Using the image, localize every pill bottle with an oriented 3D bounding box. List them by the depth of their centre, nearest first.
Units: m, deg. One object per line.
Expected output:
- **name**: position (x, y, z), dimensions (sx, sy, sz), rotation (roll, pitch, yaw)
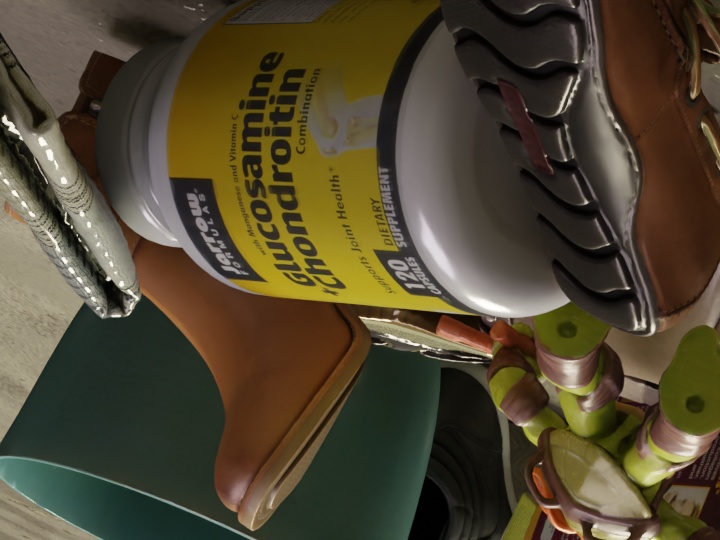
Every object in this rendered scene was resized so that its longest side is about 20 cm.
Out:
- **pill bottle**: position (-0.005, -0.044, 0.958), dimensions (0.200, 0.112, 0.112), rotation (4, 156, 49)

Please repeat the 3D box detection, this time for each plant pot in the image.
- **plant pot**: position (-0.053, 0.059, 1.280), dimensions (0.201, 0.161, 0.201), rotation (21, 165, 6)

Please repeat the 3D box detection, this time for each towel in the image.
- **towel**: position (-0.145, -0.093, 0.974), dimensions (0.193, 0.035, 0.200), rotation (60, 179, 23)

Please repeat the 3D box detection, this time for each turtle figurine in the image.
- **turtle figurine**: position (0.088, 0.061, 0.992), dimensions (0.200, 0.064, 0.161), rotation (46, 160, 24)

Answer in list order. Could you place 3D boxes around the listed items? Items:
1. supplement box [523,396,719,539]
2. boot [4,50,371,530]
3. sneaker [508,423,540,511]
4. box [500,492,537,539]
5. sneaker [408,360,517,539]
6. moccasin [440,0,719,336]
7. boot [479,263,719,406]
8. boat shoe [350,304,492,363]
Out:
- **supplement box**: position (0.161, 0.092, 1.164), dimensions (0.086, 0.110, 0.200), rotation (26, 169, -16)
- **boot**: position (-0.071, 0.004, 1.072), dimensions (0.155, 0.200, 0.074), rotation (25, 132, -5)
- **sneaker**: position (0.054, 0.120, 1.497), dimensions (0.200, 0.075, 0.085), rotation (11, 156, 36)
- **box**: position (0.138, 0.181, 1.287), dimensions (0.075, 0.050, 0.200), rotation (15, -161, -31)
- **sneaker**: position (0.047, 0.154, 1.393), dimensions (0.071, 0.099, 0.200), rotation (0, 117, 29)
- **moccasin**: position (0.080, -0.069, 0.825), dimensions (0.074, 0.078, 0.201), rotation (23, 149, 45)
- **boot**: position (0.087, -0.009, 1.049), dimensions (0.146, 0.070, 0.200), rotation (32, 154, 13)
- **boat shoe**: position (0.000, 0.000, 1.175), dimensions (0.200, 0.073, 0.065), rotation (23, 160, -1)
